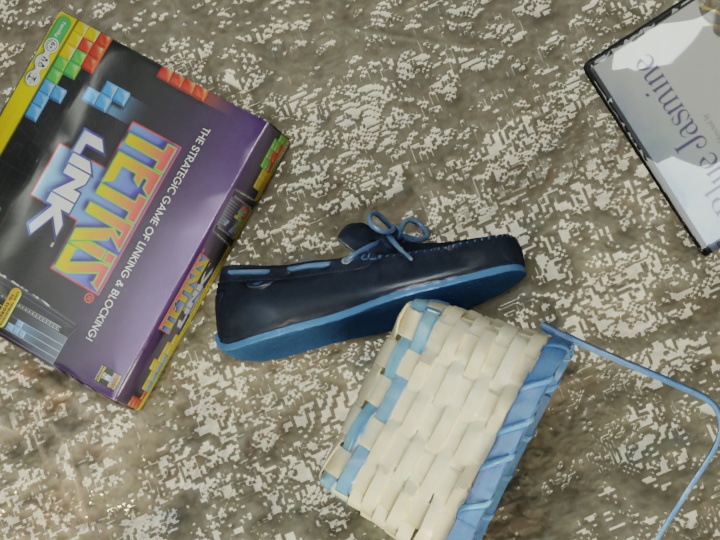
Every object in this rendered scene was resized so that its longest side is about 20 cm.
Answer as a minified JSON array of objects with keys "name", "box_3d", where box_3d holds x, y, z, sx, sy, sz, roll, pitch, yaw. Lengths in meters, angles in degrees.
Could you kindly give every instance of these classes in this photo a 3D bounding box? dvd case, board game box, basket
[{"name":"dvd case","box_3d":[0.254,-0.121,1.720,0.200,0.018,0.143,-33,74,6]},{"name":"board game box","box_3d":[-0.165,-0.038,1.788,0.165,0.057,0.201,28,87,19]},{"name":"basket","box_3d":[0.091,0.110,1.651,0.199,0.139,0.177,30,91,11]}]

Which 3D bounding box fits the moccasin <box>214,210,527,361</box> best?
[{"name":"moccasin","box_3d":[0.000,0.000,1.728,0.199,0.080,0.069,-13,72,10]}]
